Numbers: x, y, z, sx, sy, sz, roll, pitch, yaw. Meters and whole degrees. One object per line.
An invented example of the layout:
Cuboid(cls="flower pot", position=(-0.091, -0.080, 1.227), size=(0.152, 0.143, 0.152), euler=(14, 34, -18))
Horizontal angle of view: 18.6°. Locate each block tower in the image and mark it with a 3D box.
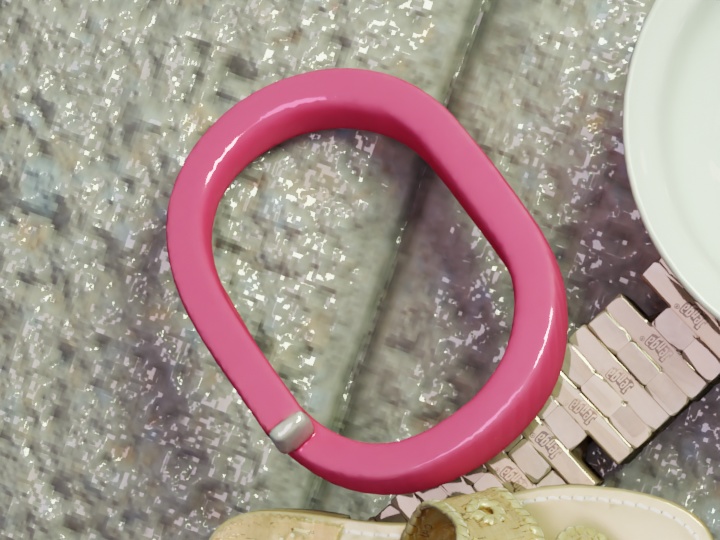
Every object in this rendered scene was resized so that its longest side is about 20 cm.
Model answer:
Cuboid(cls="block tower", position=(0.085, 0.069, 0.925), size=(0.200, 0.054, 0.058), euler=(-44, 78, 6))

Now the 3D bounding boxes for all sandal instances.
Cuboid(cls="sandal", position=(0.033, 0.125, 0.870), size=(0.211, 0.070, 0.078), euler=(-1, 87, 12))

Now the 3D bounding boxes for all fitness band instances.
Cuboid(cls="fitness band", position=(0.000, 0.000, 0.922), size=(0.143, 0.037, 0.200), euler=(-35, 59, -1))

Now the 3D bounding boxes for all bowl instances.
Cuboid(cls="bowl", position=(0.208, -0.055, 0.885), size=(0.200, 0.090, 0.202), euler=(-1, 85, 10))
